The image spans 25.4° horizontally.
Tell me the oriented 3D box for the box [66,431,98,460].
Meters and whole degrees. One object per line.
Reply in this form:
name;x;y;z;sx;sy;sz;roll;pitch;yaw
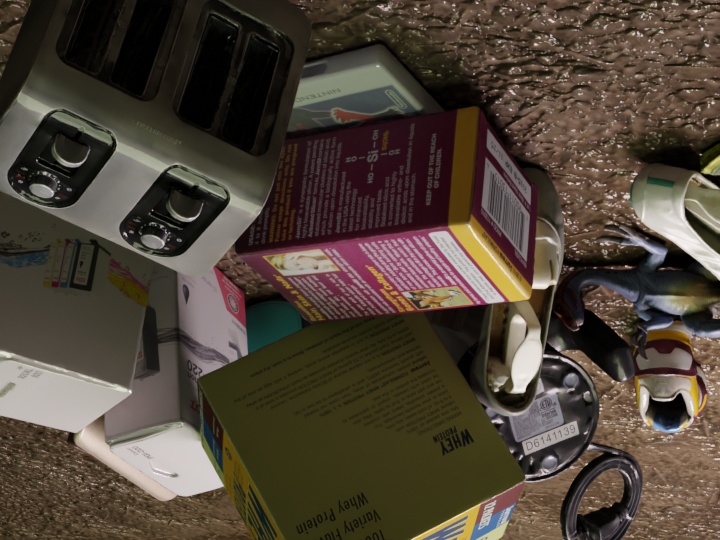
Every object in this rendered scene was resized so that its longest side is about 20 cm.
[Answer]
box;-0.210;0.163;1.726;0.199;0.101;0.075;5;161;24

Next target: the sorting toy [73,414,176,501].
sorting toy;-0.215;0.096;1.513;0.036;0.201;0.185;-15;149;17

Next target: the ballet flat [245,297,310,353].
ballet flat;-0.038;0.058;1.549;0.199;0.068;0.070;-11;164;37

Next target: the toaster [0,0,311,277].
toaster;-0.140;-0.122;1.071;0.180;0.201;0.119;26;147;-20

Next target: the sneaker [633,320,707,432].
sneaker;0.301;0.125;1.571;0.074;0.091;0.200;-3;153;19

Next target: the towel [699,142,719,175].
towel;0.366;-0.069;1.237;0.199;0.018;0.086;18;153;-22

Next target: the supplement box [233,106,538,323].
supplement box;0.022;-0.038;1.232;0.199;0.104;0.131;-7;152;25

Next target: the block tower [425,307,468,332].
block tower;0.000;0.000;1.407;0.199;0.054;0.058;17;-176;-18

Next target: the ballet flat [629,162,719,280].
ballet flat;0.300;-0.028;1.272;0.199;0.070;0.069;27;148;-30

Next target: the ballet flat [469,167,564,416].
ballet flat;0.134;0.020;1.282;0.067;0.202;0.064;5;-168;-18

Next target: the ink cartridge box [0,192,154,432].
ink cartridge box;-0.265;0.013;1.347;0.144;0.201;0.147;18;153;-23

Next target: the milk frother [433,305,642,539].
milk frother;0.154;0.141;1.454;0.179;0.202;0.188;-4;-164;-15

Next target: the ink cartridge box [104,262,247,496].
ink cartridge box;-0.168;0.087;1.468;0.084;0.201;0.146;-16;148;19

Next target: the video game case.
video game case;-0.012;-0.100;1.258;0.181;0.023;0.200;-9;150;30

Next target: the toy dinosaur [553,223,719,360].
toy dinosaur;0.269;0.033;1.400;0.181;0.106;0.199;9;173;42

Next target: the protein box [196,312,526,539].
protein box;-0.004;0.157;1.317;0.198;0.201;0.135;-25;155;-16
